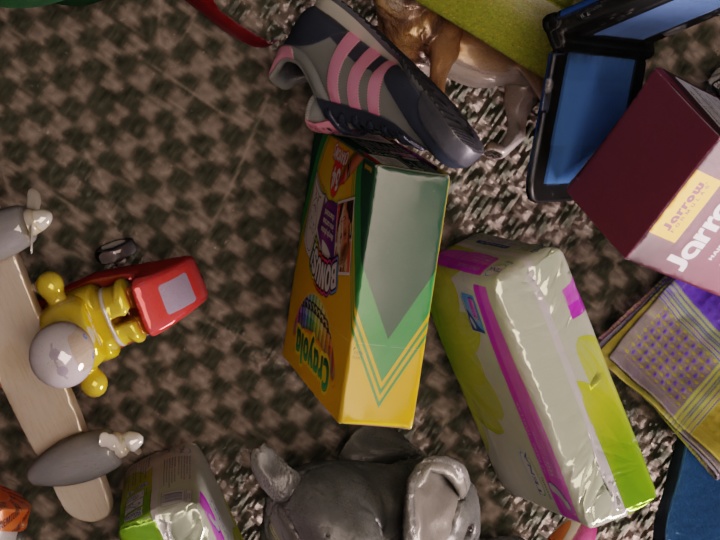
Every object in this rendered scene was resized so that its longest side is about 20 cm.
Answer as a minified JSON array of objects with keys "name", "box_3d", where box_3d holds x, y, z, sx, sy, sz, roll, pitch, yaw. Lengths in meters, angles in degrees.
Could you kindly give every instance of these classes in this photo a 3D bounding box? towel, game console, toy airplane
[{"name":"towel","box_3d":[0.287,0.047,1.757,0.200,0.023,0.144,-41,83,-16]},{"name":"game console","box_3d":[0.206,-0.132,1.652,0.170,0.200,0.119,-21,85,25]},{"name":"toy airplane","box_3d":[-0.224,0.052,1.610,0.199,0.141,0.200,25,92,-16]}]

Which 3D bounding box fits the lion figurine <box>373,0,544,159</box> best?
[{"name":"lion figurine","box_3d":[0.088,-0.156,1.698,0.199,0.072,0.123,25,64,-27]}]

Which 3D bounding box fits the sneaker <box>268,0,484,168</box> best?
[{"name":"sneaker","box_3d":[0.009,-0.112,1.605,0.082,0.200,0.070,-48,135,6]}]

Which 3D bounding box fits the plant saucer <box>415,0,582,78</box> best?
[{"name":"plant saucer","box_3d":[0.102,-0.268,1.653,0.199,0.048,0.201,29,69,-19]}]

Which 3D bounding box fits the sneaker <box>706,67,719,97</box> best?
[{"name":"sneaker","box_3d":[0.311,-0.135,1.757,0.200,0.075,0.081,-43,96,-5]}]

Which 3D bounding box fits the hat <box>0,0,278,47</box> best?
[{"name":"hat","box_3d":[-0.197,-0.217,1.644,0.165,0.176,0.200,-38,67,-4]}]

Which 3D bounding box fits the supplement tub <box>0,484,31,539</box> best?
[{"name":"supplement tub","box_3d":[-0.304,0.243,1.628,0.122,0.123,0.202,18,94,-16]}]

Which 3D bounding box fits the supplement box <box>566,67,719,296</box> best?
[{"name":"supplement box","box_3d":[0.256,-0.050,1.651,0.199,0.086,0.111,19,116,-43]}]

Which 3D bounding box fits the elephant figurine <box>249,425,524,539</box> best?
[{"name":"elephant figurine","box_3d":[0.028,0.177,1.711,0.199,0.156,0.142,-29,63,-28]}]

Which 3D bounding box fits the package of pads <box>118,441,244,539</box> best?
[{"name":"package of pads","box_3d":[-0.106,0.234,1.659,0.068,0.155,0.201,-21,103,0]}]

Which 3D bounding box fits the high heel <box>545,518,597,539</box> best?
[{"name":"high heel","box_3d":[0.157,0.281,1.771,0.095,0.067,0.201,24,97,-6]}]

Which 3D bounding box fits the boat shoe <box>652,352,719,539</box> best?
[{"name":"boat shoe","box_3d":[0.260,0.136,1.778,0.084,0.069,0.201,30,74,-4]}]

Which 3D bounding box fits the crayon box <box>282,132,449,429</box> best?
[{"name":"crayon box","box_3d":[0.000,0.000,1.623,0.058,0.200,0.174,7,99,-14]}]

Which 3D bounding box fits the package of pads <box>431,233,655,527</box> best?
[{"name":"package of pads","box_3d":[0.123,0.077,1.686,0.068,0.154,0.201,-25,103,-16]}]
